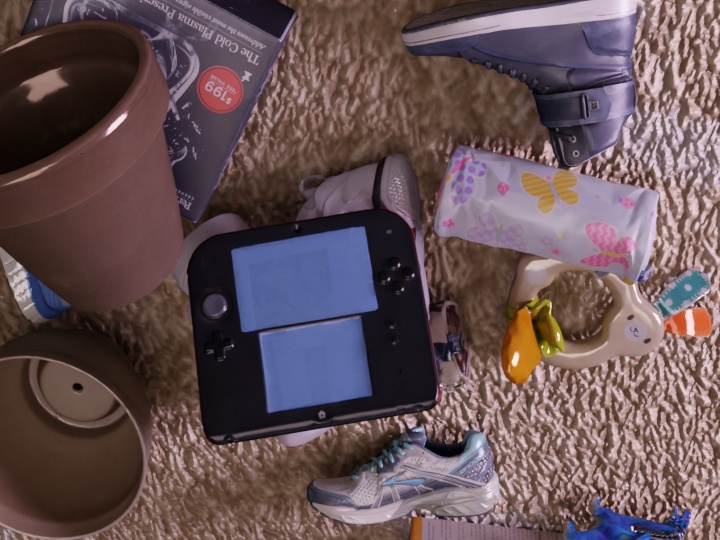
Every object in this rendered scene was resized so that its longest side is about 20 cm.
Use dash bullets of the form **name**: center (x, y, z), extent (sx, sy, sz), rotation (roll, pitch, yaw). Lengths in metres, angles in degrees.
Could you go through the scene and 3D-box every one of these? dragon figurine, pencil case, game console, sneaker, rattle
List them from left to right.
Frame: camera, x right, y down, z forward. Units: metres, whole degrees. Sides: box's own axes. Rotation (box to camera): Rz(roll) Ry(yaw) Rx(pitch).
- **sneaker**: center (-0.306, -0.055, 1.059), extent (0.088, 0.079, 0.203), rotation (-20, 114, -3)
- **game console**: center (-0.042, 0.043, 0.941), extent (0.196, 0.180, 0.031), rotation (-9, 157, 1)
- **sneaker**: center (0.000, 0.000, 1.025), extent (0.113, 0.075, 0.204), rotation (-6, 83, 15)
- **pencil case**: center (0.009, 0.094, 1.083), extent (0.197, 0.091, 0.078), rotation (-17, 143, 11)
- **sneaker**: center (0.041, 0.202, 1.149), extent (0.196, 0.078, 0.088), rotation (-6, 103, 0)
- **sneaker**: center (0.138, -0.158, 0.964), extent (0.198, 0.077, 0.149), rotation (-4, 112, 5)
- **pencil case**: center (0.163, -0.049, 0.993), extent (0.197, 0.084, 0.091), rotation (16, 153, 9)
- **dragon figurine**: center (0.254, 0.280, 1.122), extent (0.098, 0.198, 0.060), rotation (21, 120, 37)
- **rattle**: center (0.232, 0.051, 1.023), extent (0.196, 0.143, 0.133), rotation (14, 97, 5)

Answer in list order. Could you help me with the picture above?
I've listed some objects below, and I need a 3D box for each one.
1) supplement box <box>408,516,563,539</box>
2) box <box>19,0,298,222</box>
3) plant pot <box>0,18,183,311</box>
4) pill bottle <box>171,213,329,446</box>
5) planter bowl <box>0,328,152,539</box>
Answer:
- **supplement box**: center (0.143, 0.343, 1.195), extent (0.196, 0.074, 0.128), rotation (6, 116, 2)
- **box**: center (-0.183, -0.176, 0.968), extent (0.198, 0.105, 0.184), rotation (26, 115, -7)
- **plant pot**: center (-0.222, -0.066, 0.877), extent (0.197, 0.202, 0.176), rotation (-12, 132, 10)
- **pill bottle**: center (-0.084, 0.049, 1.019), extent (0.201, 0.112, 0.113), rotation (49, 114, 21)
- **planter bowl**: center (-0.290, 0.140, 1.104), extent (0.196, 0.135, 0.204), rotation (2, 115, 4)
